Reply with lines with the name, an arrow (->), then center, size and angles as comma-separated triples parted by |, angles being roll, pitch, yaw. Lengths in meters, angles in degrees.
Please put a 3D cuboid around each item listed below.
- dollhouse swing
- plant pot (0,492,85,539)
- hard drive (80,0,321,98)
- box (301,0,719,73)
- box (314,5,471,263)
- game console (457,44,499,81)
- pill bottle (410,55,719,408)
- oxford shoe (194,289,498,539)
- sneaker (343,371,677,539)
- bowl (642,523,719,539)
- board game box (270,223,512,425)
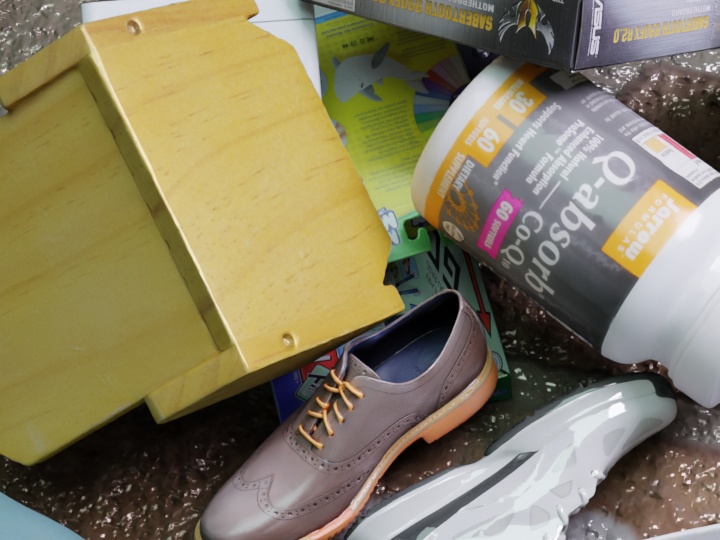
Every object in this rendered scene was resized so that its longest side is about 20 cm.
dollhouse swing -> -0.121, -0.014, 1.274 | 0.182, 0.176, 0.200 | -20, 80, -46
plant pot -> -0.199, 0.201, 1.182 | 0.200, 0.200, 0.188 | -34, 50, -15
hard drive -> -0.085, -0.055, 1.311 | 0.132, 0.027, 0.200 | -4, 82, -2
box -> 0.089, -0.160, 1.295 | 0.200, 0.048, 0.158 | 20, 22, 37
box -> 0.011, -0.090, 1.378 | 0.117, 0.048, 0.200 | -16, 61, -4
game console -> 0.087, -0.226, 1.451 | 0.172, 0.119, 0.200 | -6, 57, 2
pill bottle -> 0.135, -0.023, 1.253 | 0.200, 0.116, 0.116 | 37, 69, 16
oxford shoe -> -0.014, 0.081, 1.259 | 0.200, 0.073, 0.071 | -40, 52, -19
sneaker -> 0.102, 0.144, 1.258 | 0.200, 0.076, 0.115 | -30, 68, -3
bowl -> 0.206, 0.231, 1.181 | 0.200, 0.075, 0.200 | -8, 58, 0
board game box -> 0.000, 0.000, 1.374 | 0.135, 0.029, 0.200 | -13, 58, -3
